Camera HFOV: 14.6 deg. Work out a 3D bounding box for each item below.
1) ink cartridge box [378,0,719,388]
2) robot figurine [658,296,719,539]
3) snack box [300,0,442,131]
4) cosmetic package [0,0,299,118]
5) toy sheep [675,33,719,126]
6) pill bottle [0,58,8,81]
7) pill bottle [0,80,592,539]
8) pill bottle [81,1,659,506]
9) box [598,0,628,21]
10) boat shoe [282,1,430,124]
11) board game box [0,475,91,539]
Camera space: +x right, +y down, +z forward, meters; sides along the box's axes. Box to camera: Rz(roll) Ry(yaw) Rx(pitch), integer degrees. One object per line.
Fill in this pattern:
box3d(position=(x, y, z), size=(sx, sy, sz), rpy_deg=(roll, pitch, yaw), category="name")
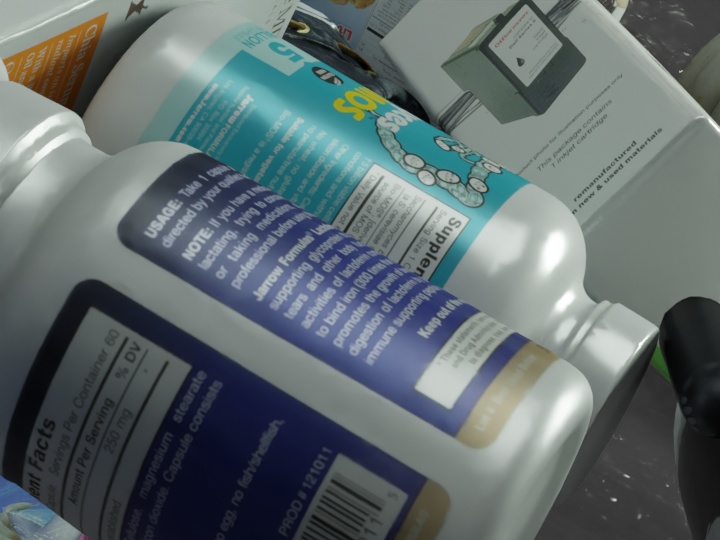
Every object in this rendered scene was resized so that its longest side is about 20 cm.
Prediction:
box3d(position=(0.109, -0.038, 1.159), size=(0.145, 0.084, 0.200), rpy_deg=(43, 7, -34), category="ink cartridge box")
box3d(position=(0.174, 0.079, 0.954), size=(0.124, 0.151, 0.200), rpy_deg=(-12, 24, 2), category="robot figurine")
box3d(position=(-0.022, -0.120, 1.286), size=(0.199, 0.072, 0.024), rpy_deg=(35, 23, 22), category="snack box")
box3d(position=(-0.101, -0.094, 0.997), size=(0.071, 0.102, 0.200), rpy_deg=(41, 42, 15), category="cosmetic package")
box3d(position=(0.206, -0.063, 1.339), size=(0.137, 0.139, 0.200), rpy_deg=(19, 11, -18), category="toy sheep")
box3d(position=(-0.216, -0.067, 0.864), size=(0.199, 0.113, 0.112), rpy_deg=(31, 20, 14), category="pill bottle")
box3d(position=(-0.042, 0.033, 0.821), size=(0.199, 0.116, 0.116), rpy_deg=(31, 20, 11), category="pill bottle")
box3d(position=(0.000, 0.000, 0.962), size=(0.199, 0.111, 0.111), rpy_deg=(31, 21, 11), category="pill bottle")
box3d(position=(0.051, -0.129, 1.396), size=(0.199, 0.076, 0.050), rpy_deg=(-1, 32, -49), category="box")
box3d(position=(-0.053, -0.078, 1.144), size=(0.091, 0.071, 0.200), rpy_deg=(37, 22, 32), category="boat shoe")
box3d(position=(-0.165, 0.068, 0.626), size=(0.199, 0.044, 0.199), rpy_deg=(34, 26, 17), category="board game box")
